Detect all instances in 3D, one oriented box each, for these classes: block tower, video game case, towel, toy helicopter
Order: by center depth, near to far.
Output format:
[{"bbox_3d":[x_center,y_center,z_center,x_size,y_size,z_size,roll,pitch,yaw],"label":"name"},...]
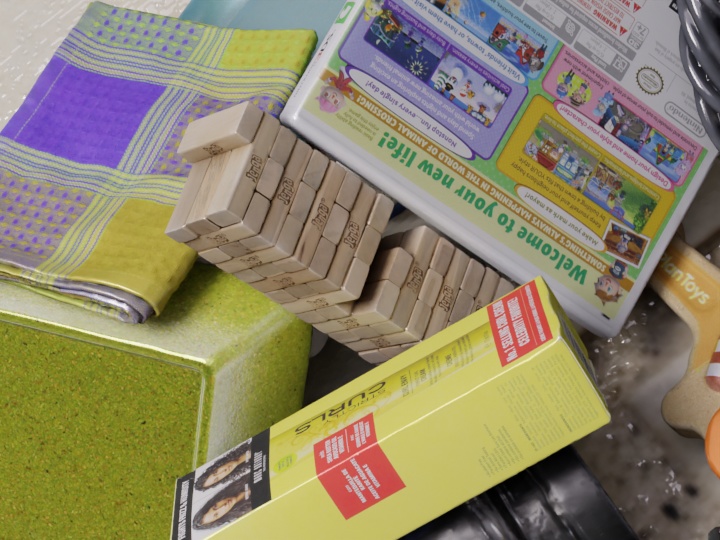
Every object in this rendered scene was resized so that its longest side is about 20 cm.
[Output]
[{"bbox_3d":[0.000,0.000,0.906,0.054,0.200,0.058,-14,49,52],"label":"block tower"},{"bbox_3d":[0.087,-0.095,0.915,0.183,0.200,0.022,-60,21,-6],"label":"video game case"},{"bbox_3d":[0.187,0.020,0.932,0.132,0.079,0.200,-46,52,5],"label":"toy helicopter"},{"bbox_3d":[-0.119,-0.060,0.960,0.143,0.023,0.200,13,53,25],"label":"towel"}]

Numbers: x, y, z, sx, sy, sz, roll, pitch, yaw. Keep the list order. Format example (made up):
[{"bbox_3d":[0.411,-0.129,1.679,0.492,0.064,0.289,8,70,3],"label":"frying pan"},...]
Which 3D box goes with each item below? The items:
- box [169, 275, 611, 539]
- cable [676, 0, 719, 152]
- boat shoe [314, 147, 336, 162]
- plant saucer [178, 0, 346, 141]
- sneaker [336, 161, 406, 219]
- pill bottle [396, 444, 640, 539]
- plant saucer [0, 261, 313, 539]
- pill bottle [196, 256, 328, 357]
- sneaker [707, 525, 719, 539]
[{"bbox_3d":[0.011,0.082,0.870,0.199,0.050,0.075,-29,21,10],"label":"box"},{"bbox_3d":[0.230,-0.107,0.935,0.199,0.051,0.164,19,90,-16],"label":"cable"},{"bbox_3d":[0.059,-0.115,1.028,0.200,0.076,0.074,-39,37,-2],"label":"boat shoe"},{"bbox_3d":[-0.029,-0.131,1.039,0.200,0.027,0.201,-27,38,23],"label":"plant saucer"},{"bbox_3d":[0.082,-0.062,0.970,0.200,0.111,0.077,-43,24,-7],"label":"sneaker"},{"bbox_3d":[0.031,0.158,0.908,0.200,0.112,0.112,-35,64,2],"label":"pill bottle"},{"bbox_3d":[-0.133,0.088,0.956,0.199,0.048,0.201,13,108,15],"label":"plant saucer"},{"bbox_3d":[-0.117,-0.001,1.013,0.199,0.111,0.112,3,72,18],"label":"pill bottle"},{"bbox_3d":[0.142,0.150,0.829,0.120,0.201,0.084,-2,26,-7],"label":"sneaker"}]
